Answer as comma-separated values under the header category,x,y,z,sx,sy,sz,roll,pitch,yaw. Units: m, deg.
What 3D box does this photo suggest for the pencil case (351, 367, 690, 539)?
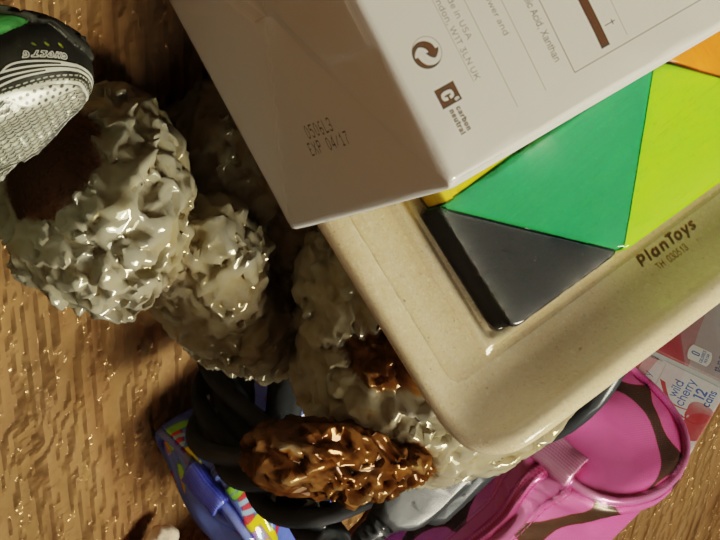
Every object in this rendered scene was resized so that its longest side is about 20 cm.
category,x,y,z,sx,sy,sz,roll,pitch,yaw
pencil case,0.043,0.113,1.018,0.094,0.091,0.200,-13,152,-48

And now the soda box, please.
category,x,y,z,sx,sy,sz,roll,pitch,yaw
soda box,0.146,-0.008,1.082,0.070,0.063,0.200,110,6,-45

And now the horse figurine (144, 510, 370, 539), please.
category,x,y,z,sx,sy,sz,roll,pitch,yaw
horse figurine,-0.022,0.119,1.133,0.133,0.050,0.200,-45,159,11

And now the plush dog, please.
category,x,y,z,sx,sy,sz,roll,pitch,yaw
plush dog,0.000,0.000,0.821,0.200,0.172,0.161,-37,156,-19

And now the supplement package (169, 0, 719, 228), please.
category,x,y,z,sx,sy,sz,roll,pitch,yaw
supplement package,0.053,-0.114,0.691,0.200,0.120,0.121,-31,-173,-22

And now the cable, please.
category,x,y,z,sx,sy,sz,roll,pitch,yaw
cable,0.027,0.015,0.919,0.200,0.163,0.051,-46,127,-4

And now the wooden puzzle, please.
category,x,y,z,sx,sy,sz,roll,pitch,yaw
wooden puzzle,0.055,-0.072,0.769,0.185,0.200,0.037,-35,-177,-21

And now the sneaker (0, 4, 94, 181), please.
category,x,y,z,sx,sy,sz,roll,pitch,yaw
sneaker,-0.146,0.007,0.709,0.200,0.085,0.078,-46,156,2

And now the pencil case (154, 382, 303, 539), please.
category,x,y,z,sx,sy,sz,roll,pitch,yaw
pencil case,0.008,0.036,1.012,0.200,0.078,0.087,-41,158,-7
